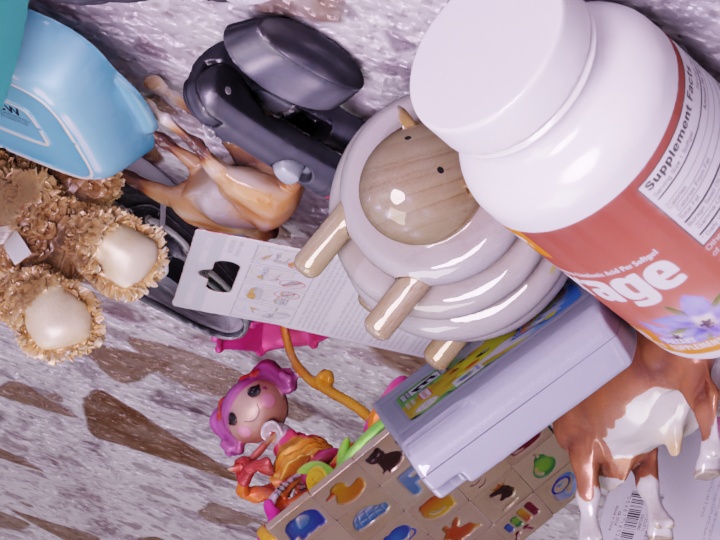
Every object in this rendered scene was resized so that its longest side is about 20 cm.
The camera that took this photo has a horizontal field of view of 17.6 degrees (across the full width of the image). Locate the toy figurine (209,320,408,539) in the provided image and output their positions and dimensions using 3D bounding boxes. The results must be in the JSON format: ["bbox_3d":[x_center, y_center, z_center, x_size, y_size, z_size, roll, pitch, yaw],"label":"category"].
[{"bbox_3d":[-0.033,0.099,1.489,0.184,0.200,0.150,44,-168,35],"label":"toy figurine"}]

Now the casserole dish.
[{"bbox_3d":[-0.199,-0.104,1.255,0.200,0.039,0.121,22,158,28],"label":"casserole dish"}]

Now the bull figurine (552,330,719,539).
[{"bbox_3d":[0.145,0.076,1.208,0.065,0.122,0.200,1,154,-23],"label":"bull figurine"}]

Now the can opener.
[{"bbox_3d":[-0.011,-0.062,1.210,0.078,0.064,0.200,-4,150,46],"label":"can opener"}]

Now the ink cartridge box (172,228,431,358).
[{"bbox_3d":[0.000,0.000,1.347,0.199,0.057,0.163,16,161,-5],"label":"ink cartridge box"}]

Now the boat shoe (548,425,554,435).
[{"bbox_3d":[0.132,0.050,1.375,0.075,0.060,0.200,29,164,8],"label":"boat shoe"}]

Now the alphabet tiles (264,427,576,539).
[{"bbox_3d":[0.033,0.153,1.424,0.167,0.200,0.008,49,-176,-46],"label":"alphabet tiles"}]

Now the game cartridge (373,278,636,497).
[{"bbox_3d":[0.073,0.052,1.178,0.041,0.133,0.200,57,178,-5],"label":"game cartridge"}]

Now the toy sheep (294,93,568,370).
[{"bbox_3d":[0.048,-0.024,1.158,0.137,0.138,0.200,12,175,19],"label":"toy sheep"}]

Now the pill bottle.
[{"bbox_3d":[0.117,-0.050,1.051,0.112,0.112,0.200,-3,150,46],"label":"pill bottle"}]

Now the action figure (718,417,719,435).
[{"bbox_3d":[0.257,0.029,1.197,0.134,0.149,0.200,-3,150,-26],"label":"action figure"}]

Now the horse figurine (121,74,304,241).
[{"bbox_3d":[-0.080,-0.058,1.307,0.132,0.050,0.200,33,160,-15],"label":"horse figurine"}]

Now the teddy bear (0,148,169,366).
[{"bbox_3d":[-0.193,-0.017,1.300,0.199,0.145,0.067,15,158,28],"label":"teddy bear"}]

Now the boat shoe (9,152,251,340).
[{"bbox_3d":[-0.141,-0.015,1.414,0.073,0.068,0.199,-24,139,28],"label":"boat shoe"}]

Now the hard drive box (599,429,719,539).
[{"bbox_3d":[0.250,0.124,1.317,0.199,0.156,0.077,6,157,34],"label":"hard drive box"}]

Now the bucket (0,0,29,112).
[{"bbox_3d":[-0.245,-0.126,1.071,0.134,0.208,0.207,14,160,9],"label":"bucket"}]

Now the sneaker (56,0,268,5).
[{"bbox_3d":[-0.129,-0.171,1.015,0.114,0.076,0.200,-7,150,46],"label":"sneaker"}]
